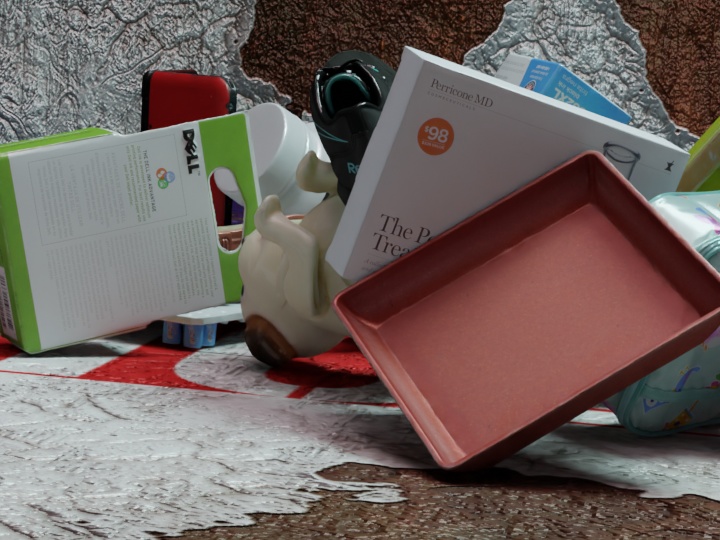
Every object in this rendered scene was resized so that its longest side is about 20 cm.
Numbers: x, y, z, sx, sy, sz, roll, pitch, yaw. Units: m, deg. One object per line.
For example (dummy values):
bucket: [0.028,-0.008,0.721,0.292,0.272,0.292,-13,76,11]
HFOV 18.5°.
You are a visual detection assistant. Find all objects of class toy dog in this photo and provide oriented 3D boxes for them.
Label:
toy dog: [0.000,0.000,1.596,0.199,0.194,0.140,-11,40,35]

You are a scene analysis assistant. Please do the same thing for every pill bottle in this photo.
pill bottle: [-0.029,-0.062,1.963,0.200,0.120,0.119,33,-13,-36]

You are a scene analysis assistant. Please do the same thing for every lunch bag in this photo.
lunch bag: [0.238,0.031,1.453,0.199,0.161,0.077,-1,31,-43]

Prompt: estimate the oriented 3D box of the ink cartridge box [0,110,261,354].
ink cartridge box: [-0.177,-0.034,1.651,0.199,0.149,0.076,-13,12,-22]

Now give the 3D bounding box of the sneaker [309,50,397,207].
sneaker: [0.002,-0.116,1.521,0.075,0.080,0.200,-21,29,3]

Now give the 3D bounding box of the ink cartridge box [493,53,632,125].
ink cartridge box: [0.123,-0.076,1.878,0.084,0.201,0.145,34,0,-18]

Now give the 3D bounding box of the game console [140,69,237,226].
game console: [-0.143,-0.083,2.052,0.172,0.201,0.118,9,10,44]

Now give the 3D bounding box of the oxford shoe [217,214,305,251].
oxford shoe: [-0.090,-0.012,1.809,0.199,0.071,0.074,0,5,-37]

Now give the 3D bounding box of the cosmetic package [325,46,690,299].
cosmetic package: [0.096,-0.042,1.443,0.199,0.152,0.052,17,9,-19]

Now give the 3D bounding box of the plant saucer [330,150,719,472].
plant saucer: [0.104,0.029,1.338,0.199,0.037,0.200,-30,37,-5]

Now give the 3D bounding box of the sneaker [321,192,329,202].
sneaker: [0.014,-0.009,1.733,0.079,0.074,0.200,17,-25,25]

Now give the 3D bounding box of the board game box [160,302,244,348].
board game box: [-0.158,0.032,1.804,0.199,0.026,0.200,7,7,30]

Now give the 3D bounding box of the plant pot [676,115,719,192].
plant pot: [0.332,-0.036,1.612,0.181,0.199,0.200,-7,55,-47]
